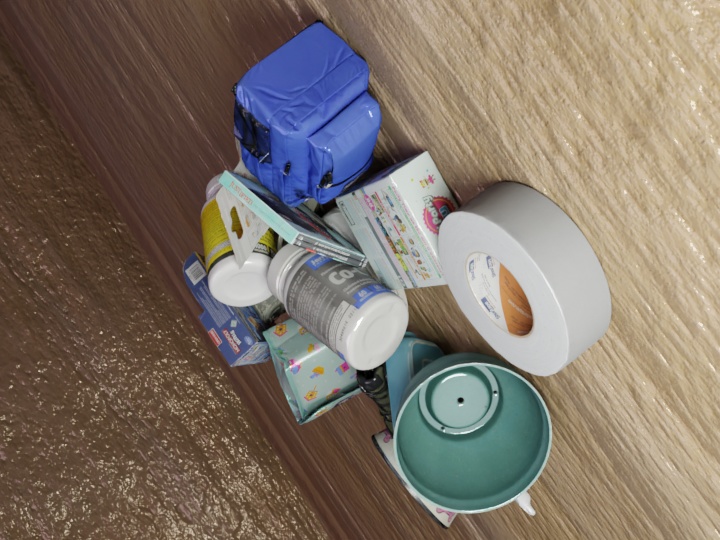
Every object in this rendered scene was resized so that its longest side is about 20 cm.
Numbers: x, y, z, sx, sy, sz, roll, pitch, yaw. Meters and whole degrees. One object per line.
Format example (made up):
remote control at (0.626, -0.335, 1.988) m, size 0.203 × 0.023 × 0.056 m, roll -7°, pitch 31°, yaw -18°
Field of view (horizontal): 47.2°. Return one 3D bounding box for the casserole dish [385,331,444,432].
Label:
casserole dish at (0.092, 0.182, 1.196) m, size 0.038 × 0.120 × 0.203 m, roll -22°, pitch 65°, yaw 36°

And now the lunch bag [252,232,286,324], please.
lunch bag at (-0.151, -0.028, 1.421) m, size 0.201 × 0.167 × 0.140 m, roll 53°, pitch 159°, yaw 14°

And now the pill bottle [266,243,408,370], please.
pill bottle at (-0.037, 0.042, 1.151) m, size 0.199 × 0.113 × 0.115 m, roll 34°, pitch 150°, yaw 38°

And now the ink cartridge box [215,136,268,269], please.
ink cartridge box at (-0.155, -0.129, 1.176) m, size 0.049 × 0.201 × 0.162 m, roll 19°, pitch 148°, yaw 20°

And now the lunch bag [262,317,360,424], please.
lunch bag at (-0.052, 0.157, 1.352) m, size 0.122 × 0.169 × 0.202 m, roll 47°, pitch 158°, yaw 44°

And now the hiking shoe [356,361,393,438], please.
hiking shoe at (0.033, 0.177, 1.218) m, size 0.075 × 0.100 × 0.202 m, roll -29°, pitch 77°, yaw 28°

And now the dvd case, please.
dvd case at (-0.084, -0.065, 1.092) m, size 0.146 × 0.022 × 0.199 m, roll 40°, pitch -171°, yaw 26°

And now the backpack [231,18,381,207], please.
backpack at (-0.068, -0.168, 1.035) m, size 0.168 × 0.162 × 0.200 m, roll 49°, pitch 158°, yaw 12°

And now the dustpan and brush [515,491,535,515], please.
dustpan and brush at (0.196, 0.267, 1.195) m, size 0.200 × 0.057 × 0.141 m, roll 43°, pitch 155°, yaw 35°

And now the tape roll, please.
tape roll at (0.170, 0.010, 0.879) m, size 0.201 × 0.066 × 0.201 m, roll 48°, pitch 158°, yaw 27°

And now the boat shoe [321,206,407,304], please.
boat shoe at (0.000, 0.000, 1.237) m, size 0.072 × 0.068 × 0.202 m, roll -19°, pitch 100°, yaw 48°

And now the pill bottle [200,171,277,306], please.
pill bottle at (-0.191, -0.055, 1.292) m, size 0.113 × 0.111 × 0.202 m, roll 86°, pitch 171°, yaw -53°

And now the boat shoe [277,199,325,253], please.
boat shoe at (-0.083, -0.085, 1.255) m, size 0.059 × 0.072 × 0.204 m, roll 18°, pitch 126°, yaw 7°

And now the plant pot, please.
plant pot at (0.137, 0.191, 1.078) m, size 0.202 × 0.198 × 0.134 m, roll 62°, pitch -174°, yaw -14°

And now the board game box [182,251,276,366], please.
board game box at (-0.206, 0.083, 1.406) m, size 0.201 × 0.061 × 0.200 m, roll 52°, pitch -175°, yaw 23°

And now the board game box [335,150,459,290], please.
board game box at (0.056, -0.056, 1.051) m, size 0.149 × 0.064 × 0.200 m, roll 60°, pitch 161°, yaw -9°

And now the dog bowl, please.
dog bowl at (0.109, 0.339, 1.414) m, size 0.201 × 0.074 × 0.200 m, roll 49°, pitch 180°, yaw 1°
